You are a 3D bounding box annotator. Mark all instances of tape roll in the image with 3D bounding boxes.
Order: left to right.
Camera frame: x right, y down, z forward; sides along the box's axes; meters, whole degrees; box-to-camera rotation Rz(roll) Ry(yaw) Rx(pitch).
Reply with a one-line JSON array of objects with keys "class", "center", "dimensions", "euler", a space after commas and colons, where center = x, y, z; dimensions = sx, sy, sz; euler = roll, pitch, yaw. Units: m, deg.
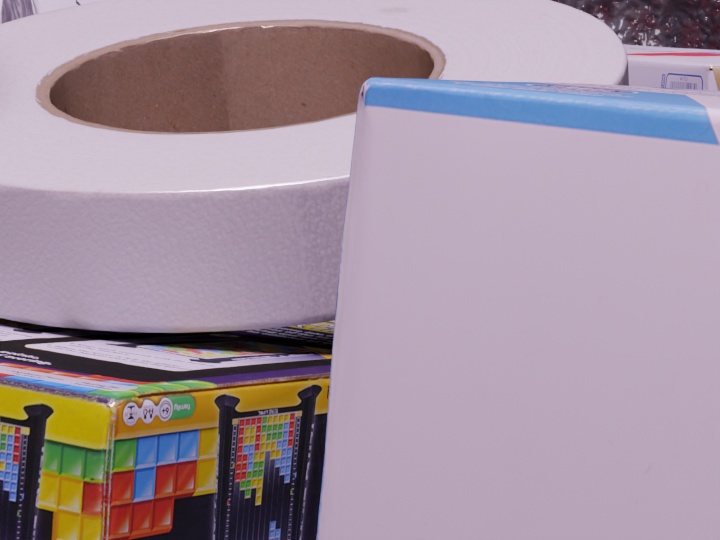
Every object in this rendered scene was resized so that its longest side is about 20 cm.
[{"class": "tape roll", "center": [-0.029, -0.036, 0.640], "dimensions": [0.202, 0.037, 0.203], "euler": [-3, 19, 1]}]

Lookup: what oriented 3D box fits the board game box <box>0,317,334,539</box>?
[{"class": "board game box", "center": [-0.080, 0.038, 0.593], "dimensions": [0.200, 0.057, 0.165], "euler": [8, 5, 37]}]

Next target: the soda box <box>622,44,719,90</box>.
[{"class": "soda box", "center": [0.096, -0.044, 0.829], "dimensions": [0.068, 0.064, 0.200], "euler": [-3, 8, -22]}]

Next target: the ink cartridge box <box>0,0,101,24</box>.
[{"class": "ink cartridge box", "center": [-0.144, -0.078, 0.790], "dimensions": [0.200, 0.083, 0.145], "euler": [43, 21, -22]}]

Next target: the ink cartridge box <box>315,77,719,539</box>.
[{"class": "ink cartridge box", "center": [0.099, 0.031, 0.471], "dimensions": [0.128, 0.126, 0.200], "euler": [8, 8, 33]}]
